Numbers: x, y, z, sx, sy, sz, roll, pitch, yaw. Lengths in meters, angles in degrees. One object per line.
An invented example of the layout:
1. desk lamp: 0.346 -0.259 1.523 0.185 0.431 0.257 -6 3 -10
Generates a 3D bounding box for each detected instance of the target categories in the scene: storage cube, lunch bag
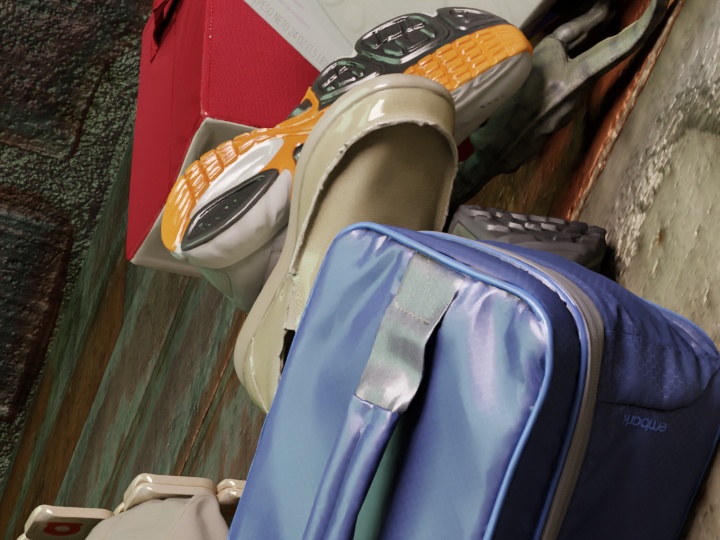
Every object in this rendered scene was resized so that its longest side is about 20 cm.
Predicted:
1. storage cube: -0.035 -0.103 1.356 0.171 0.199 0.180 125 152 -52
2. lunch bag: 0.031 0.087 0.832 0.136 0.132 0.201 25 99 45

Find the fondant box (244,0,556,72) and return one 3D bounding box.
1. fondant box: 0.036 -0.175 1.112 0.058 0.144 0.200 -42 -7 -48

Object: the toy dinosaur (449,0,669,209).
1. toy dinosaur: 0.098 -0.096 1.085 0.200 0.047 0.088 -44 8 30

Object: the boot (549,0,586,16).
1. boot: 0.139 -0.229 1.114 0.097 0.075 0.200 -50 -19 -50

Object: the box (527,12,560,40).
1. box: 0.055 -0.197 1.236 0.041 0.119 0.200 -37 18 12

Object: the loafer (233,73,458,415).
1. loafer: 0.000 0.000 1.016 0.068 0.075 0.200 -115 37 -45

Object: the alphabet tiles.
1. alphabet tiles: -0.110 0.167 1.297 0.200 0.195 0.015 125 144 -55

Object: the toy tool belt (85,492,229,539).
1. toy tool belt: -0.108 0.227 1.165 0.125 0.123 0.200 -13 38 44

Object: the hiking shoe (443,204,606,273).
1. hiking shoe: 0.068 0.024 1.039 0.200 0.075 0.101 161 118 -86

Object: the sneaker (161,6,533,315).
1. sneaker: 0.004 -0.049 1.070 0.200 0.092 0.076 -32 40 8
